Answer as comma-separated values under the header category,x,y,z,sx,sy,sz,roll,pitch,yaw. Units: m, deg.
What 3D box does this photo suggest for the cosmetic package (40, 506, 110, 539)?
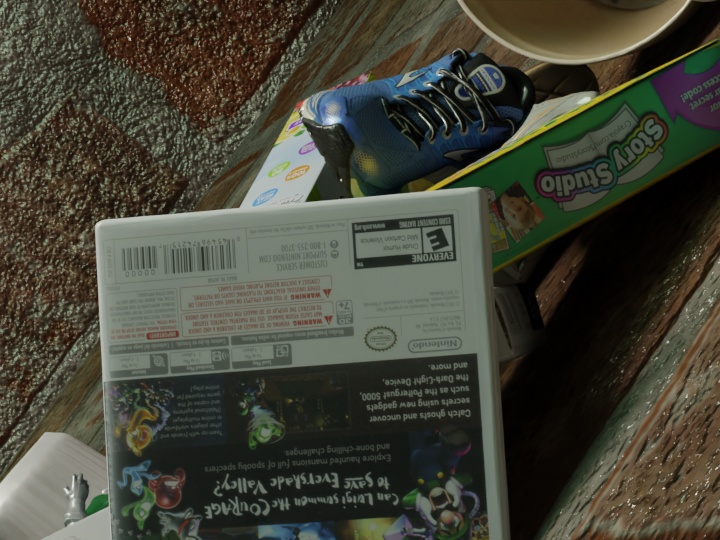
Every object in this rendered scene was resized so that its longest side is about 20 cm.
category,x,y,z,sx,sy,sz,roll,pitch,yaw
cosmetic package,-0.142,0.196,1.280,0.200,0.071,0.102,-22,-50,-65

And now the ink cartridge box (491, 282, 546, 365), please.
category,x,y,z,sx,sy,sz,roll,pitch,yaw
ink cartridge box,-0.005,0.056,1.263,0.199,0.047,0.198,-18,-1,9

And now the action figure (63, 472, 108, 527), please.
category,x,y,z,sx,sy,sz,roll,pitch,yaw
action figure,-0.158,0.162,1.389,0.200,0.054,0.119,-51,-16,-55

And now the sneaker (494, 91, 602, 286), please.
category,x,y,z,sx,sy,sz,roll,pitch,yaw
sneaker,0.100,-0.041,1.456,0.092,0.076,0.201,-26,31,51

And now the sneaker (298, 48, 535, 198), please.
category,x,y,z,sx,sy,sz,roll,pitch,yaw
sneaker,0.038,-0.092,1.350,0.089,0.079,0.200,-36,-8,30

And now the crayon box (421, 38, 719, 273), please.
category,x,y,z,sx,sy,sz,roll,pitch,yaw
crayon box,0.095,-0.045,1.298,0.199,0.059,0.172,-29,0,-21

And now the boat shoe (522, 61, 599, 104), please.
category,x,y,z,sx,sy,sz,roll,pitch,yaw
boat shoe,0.090,-0.074,1.615,0.200,0.072,0.068,-51,11,25

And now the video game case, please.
category,x,y,z,sx,sy,sz,roll,pitch,yaw
video game case,-0.030,0.058,1.156,0.023,0.198,0.183,23,-117,-78

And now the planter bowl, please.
category,x,y,z,sx,sy,sz,roll,pitch,yaw
planter bowl,0.165,-0.235,1.569,0.200,0.200,0.135,-49,-17,18

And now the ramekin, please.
category,x,y,z,sx,sy,sz,roll,pitch,yaw
ramekin,-0.229,0.198,1.584,0.203,0.094,0.202,-48,2,3

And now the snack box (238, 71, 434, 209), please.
category,x,y,z,sx,sy,sz,roll,pitch,yaw
snack box,0.000,0.000,1.461,0.067,0.169,0.200,-20,25,29
